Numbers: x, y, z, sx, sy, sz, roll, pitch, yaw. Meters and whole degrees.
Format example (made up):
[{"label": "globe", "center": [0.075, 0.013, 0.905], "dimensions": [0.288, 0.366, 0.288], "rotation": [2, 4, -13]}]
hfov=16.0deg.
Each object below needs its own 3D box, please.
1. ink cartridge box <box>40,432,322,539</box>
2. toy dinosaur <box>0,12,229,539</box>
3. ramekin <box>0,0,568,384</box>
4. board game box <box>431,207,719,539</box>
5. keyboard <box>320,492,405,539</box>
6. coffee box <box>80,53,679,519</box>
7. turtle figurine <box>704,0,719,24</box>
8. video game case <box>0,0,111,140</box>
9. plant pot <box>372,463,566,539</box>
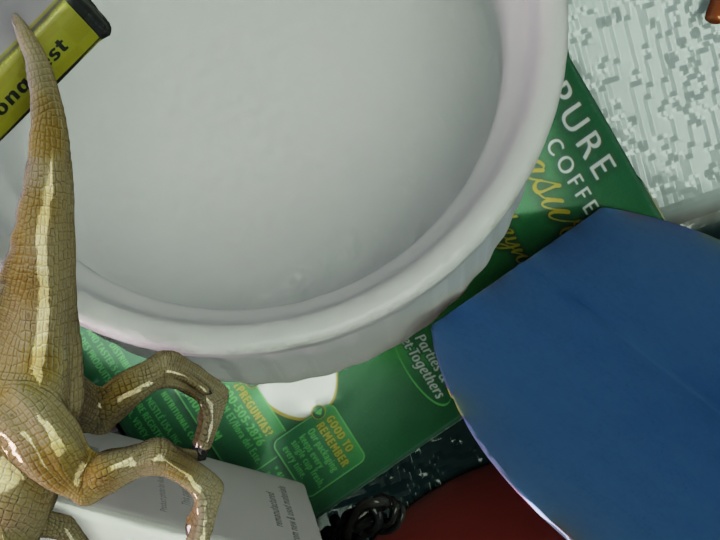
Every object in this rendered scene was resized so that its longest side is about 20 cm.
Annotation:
[{"label": "ink cartridge box", "center": [-0.126, 0.120, 0.788], "dimensions": [0.199, 0.083, 0.148], "rotation": [15, 101, -11]}, {"label": "toy dinosaur", "center": [-0.087, 0.042, 0.699], "dimensions": [0.100, 0.058, 0.201], "rotation": [18, 103, -14]}, {"label": "ramekin", "center": [-0.034, -0.061, 0.800], "dimensions": [0.199, 0.098, 0.202], "rotation": [-1, 75, 4]}, {"label": "board game box", "center": [0.104, 0.058, 0.813], "dimensions": [0.158, 0.200, 0.039], "rotation": [37, 124, 15]}, {"label": "keyboard", "center": [-0.013, 0.130, 0.822], "dimensions": [0.020, 0.200, 0.128], "rotation": [19, 72, -6]}, {"label": "coffee box", "center": [0.000, 0.000, 0.880], "dimensions": [0.199, 0.044, 0.123], "rotation": [-35, 105, -5]}, {"label": "turtle figurine", "center": [0.099, -0.189, 0.860], "dimensions": [0.160, 0.064, 0.201], "rotation": [14, 108, -7]}, {"label": "video game case", "center": [-0.193, -0.063, 0.761], "dimensions": [0.181, 0.200, 0.026], "rotation": [-45, 144, -2]}, {"label": "plant pot", "center": [0.093, 0.174, 0.861], "dimensions": [0.199, 0.177, 0.202], "rotation": [-2, 98, -13]}]
